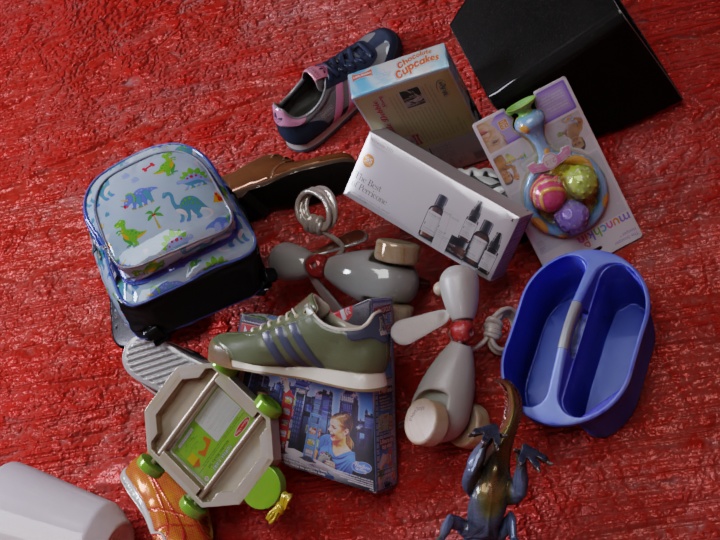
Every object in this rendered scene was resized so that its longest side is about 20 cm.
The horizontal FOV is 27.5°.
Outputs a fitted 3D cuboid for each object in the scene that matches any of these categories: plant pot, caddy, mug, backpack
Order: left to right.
[{"bbox_3d":[-0.337,0.318,1.644,0.152,0.188,0.150,10,34,17],"label":"mug"},{"bbox_3d":[-0.221,-0.050,1.670,0.182,0.147,0.201,-25,55,-11],"label":"backpack"},{"bbox_3d":[0.222,-0.259,1.684,0.177,0.199,0.201,-33,55,15],"label":"plant pot"},{"bbox_3d":[0.229,0.077,1.537,0.140,0.105,0.201,9,67,27],"label":"caddy"}]

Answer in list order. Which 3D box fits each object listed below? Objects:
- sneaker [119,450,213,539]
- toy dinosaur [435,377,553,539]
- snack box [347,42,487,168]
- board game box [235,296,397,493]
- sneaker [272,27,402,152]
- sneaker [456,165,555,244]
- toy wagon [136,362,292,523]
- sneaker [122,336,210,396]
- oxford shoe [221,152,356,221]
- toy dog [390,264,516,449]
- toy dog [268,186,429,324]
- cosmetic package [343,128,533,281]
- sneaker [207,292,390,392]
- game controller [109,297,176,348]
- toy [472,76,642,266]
[{"bbox_3d":[-0.198,0.269,1.630,0.077,0.073,0.200,-40,56,0],"label":"sneaker"},{"bbox_3d":[0.140,0.246,1.480,0.104,0.183,0.200,18,37,11],"label":"toy dinosaur"},{"bbox_3d":[0.073,-0.175,1.683,0.115,0.200,0.037,-17,60,13],"label":"snack box"},{"bbox_3d":[-0.041,0.116,1.597,0.199,0.062,0.202,14,97,24],"label":"board game box"},{"bbox_3d":[-0.029,-0.239,1.832,0.070,0.082,0.200,36,80,34],"label":"sneaker"},{"bbox_3d":[0.153,-0.070,1.672,0.198,0.067,0.091,-5,60,15],"label":"sneaker"},{"bbox_3d":[-0.147,0.194,1.587,0.200,0.040,0.156,41,101,18],"label":"toy wagon"},{"bbox_3d":[-0.180,0.141,1.697,0.199,0.079,0.079,36,86,8],"label":"sneaker"},{"bbox_3d":[-0.094,-0.118,1.802,0.198,0.071,0.072,-13,55,17],"label":"oxford shoe"},{"bbox_3d":[0.084,0.103,1.583,0.096,0.132,0.201,-5,54,43],"label":"toy dog"},{"bbox_3d":[0.000,0.000,1.683,0.200,0.096,0.133,36,106,30],"label":"toy dog"},{"bbox_3d":[0.084,-0.074,1.621,0.199,0.051,0.083,31,109,19],"label":"cosmetic package"},{"bbox_3d":[-0.061,0.066,1.535,0.199,0.067,0.091,9,98,17],"label":"sneaker"},{"bbox_3d":[-0.268,0.001,1.824,0.104,0.042,0.201,-18,57,12],"label":"game controller"},{"bbox_3d":[0.217,-0.095,1.598,0.115,0.047,0.201,-27,99,6],"label":"toy"}]
